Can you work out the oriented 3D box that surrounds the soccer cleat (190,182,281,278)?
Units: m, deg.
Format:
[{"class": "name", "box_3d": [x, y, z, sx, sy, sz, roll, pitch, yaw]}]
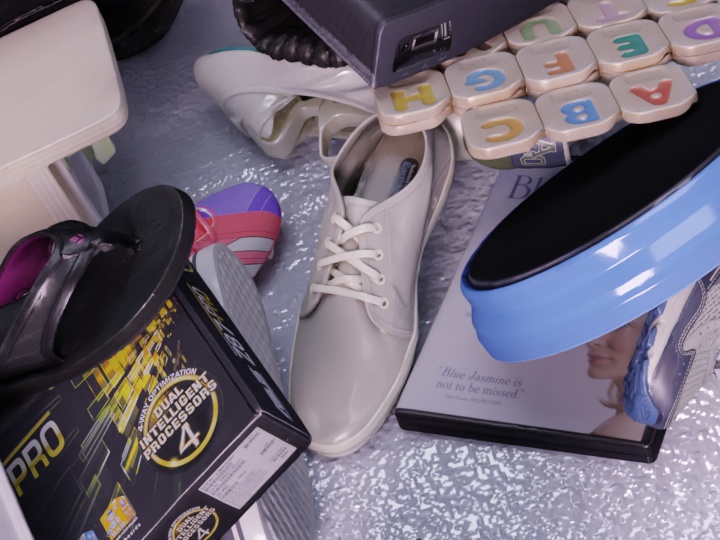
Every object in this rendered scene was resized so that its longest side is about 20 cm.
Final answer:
[{"class": "soccer cleat", "box_3d": [-0.126, 0.006, 1.001, 0.200, 0.077, 0.067, -40, 46, -18]}]

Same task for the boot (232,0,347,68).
[{"class": "boot", "box_3d": [-0.026, -0.183, 1.095, 0.158, 0.079, 0.211, -53, 16, -29]}]

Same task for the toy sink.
[{"class": "toy sink", "box_3d": [-0.220, -0.053, 1.072, 0.199, 0.112, 0.131, -26, 43, 2]}]

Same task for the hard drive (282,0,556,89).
[{"class": "hard drive", "box_3d": [0.044, -0.190, 0.977, 0.199, 0.042, 0.135, -31, 65, -30]}]

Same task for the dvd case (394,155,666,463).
[{"class": "dvd case", "box_3d": [0.116, 0.013, 0.943, 0.141, 0.018, 0.201, 5, 49, 26]}]

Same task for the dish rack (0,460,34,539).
[{"class": "dish rack", "box_3d": [-0.220, 0.138, 0.836, 0.043, 0.172, 0.201, 2, 39, -38]}]

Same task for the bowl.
[{"class": "bowl", "box_3d": [0.134, -0.031, 0.860, 0.200, 0.040, 0.201, -35, 11, 7]}]

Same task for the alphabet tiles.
[{"class": "alphabet tiles", "box_3d": [0.102, -0.121, 0.950, 0.198, 0.015, 0.196, -13, 31, 1]}]

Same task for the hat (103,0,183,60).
[{"class": "hat", "box_3d": [-0.167, -0.205, 1.224, 0.199, 0.081, 0.202, -17, 52, 23]}]

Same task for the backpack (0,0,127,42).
[{"class": "backpack", "box_3d": [-0.196, -0.232, 1.088, 0.198, 0.178, 0.152, -23, 68, 11]}]

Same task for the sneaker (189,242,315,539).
[{"class": "sneaker", "box_3d": [-0.079, 0.084, 0.907, 0.079, 0.078, 0.201, -27, 49, 14]}]

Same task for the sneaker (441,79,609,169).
[{"class": "sneaker", "box_3d": [0.131, -0.122, 1.028, 0.089, 0.068, 0.200, 14, 47, 35]}]

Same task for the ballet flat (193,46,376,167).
[{"class": "ballet flat", "box_3d": [-0.027, -0.098, 1.082, 0.198, 0.070, 0.070, 8, 50, 26]}]

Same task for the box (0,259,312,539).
[{"class": "box", "box_3d": [-0.134, 0.096, 0.860, 0.200, 0.049, 0.161, -47, 46, 10]}]

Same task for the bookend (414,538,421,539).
[{"class": "bookend", "box_3d": [0.000, 0.182, 0.688, 0.091, 0.201, 0.200, -18, 44, 2]}]

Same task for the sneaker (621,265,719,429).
[{"class": "sneaker", "box_3d": [0.201, 0.010, 0.866, 0.085, 0.077, 0.200, 31, 57, 16]}]

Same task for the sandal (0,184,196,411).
[{"class": "sandal", "box_3d": [-0.162, 0.021, 0.853, 0.200, 0.048, 0.076, -33, 50, 24]}]

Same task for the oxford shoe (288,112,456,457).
[{"class": "oxford shoe", "box_3d": [0.000, 0.000, 0.941, 0.075, 0.058, 0.202, 9, 73, 27]}]
